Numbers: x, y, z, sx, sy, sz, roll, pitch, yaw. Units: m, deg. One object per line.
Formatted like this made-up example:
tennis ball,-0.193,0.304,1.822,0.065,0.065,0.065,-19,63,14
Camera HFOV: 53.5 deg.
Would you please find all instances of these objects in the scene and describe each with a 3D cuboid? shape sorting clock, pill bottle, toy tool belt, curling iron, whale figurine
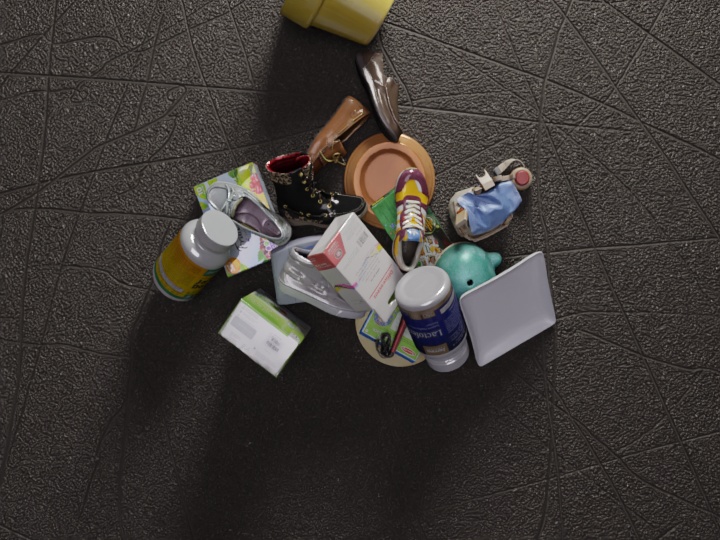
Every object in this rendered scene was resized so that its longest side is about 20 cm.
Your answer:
shape sorting clock,0.086,0.106,1.525,0.194,0.039,0.206,0,98,-2
pill bottle,0.149,0.101,1.430,0.113,0.117,0.202,-22,126,4
toy tool belt,0.272,-0.145,1.456,0.198,0.123,0.126,-33,92,4
curling iron,0.087,0.093,1.490,0.049,0.026,0.203,28,96,-9
pill bottle,-0.335,-0.033,1.461,0.113,0.113,0.199,49,126,-1
whale figurine,0.242,0.034,1.477,0.199,0.104,0.160,39,98,-12

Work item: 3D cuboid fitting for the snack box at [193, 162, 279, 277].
snack box,-0.252,-0.107,1.521,0.139,0.053,0.204,-21,93,5

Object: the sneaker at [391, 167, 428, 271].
sneaker,0.104,-0.099,1.429,0.073,0.090,0.205,-1,109,-7

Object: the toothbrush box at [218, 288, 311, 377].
toothbrush box,-0.190,0.122,1.460,0.144,0.200,0.087,37,94,0

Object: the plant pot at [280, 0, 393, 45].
plant pot,-0.035,-0.556,1.420,0.186,0.201,0.204,27,95,-16

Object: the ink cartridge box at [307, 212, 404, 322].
ink cartridge box,0.000,0.000,1.434,0.201,0.067,0.117,49,58,-21

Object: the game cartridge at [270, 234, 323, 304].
game cartridge,-0.087,-0.006,1.502,0.195,0.042,0.136,-8,114,-4

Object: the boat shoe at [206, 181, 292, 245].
boat shoe,-0.231,-0.118,1.458,0.200,0.065,0.075,35,94,5

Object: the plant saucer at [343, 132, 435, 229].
plant saucer,0.061,-0.190,1.508,0.195,0.037,0.206,0,93,3

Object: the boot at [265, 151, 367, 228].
boot,-0.092,-0.163,1.452,0.195,0.074,0.152,2,139,18

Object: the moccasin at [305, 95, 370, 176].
moccasin,-0.054,-0.263,1.495,0.077,0.074,0.203,38,85,8

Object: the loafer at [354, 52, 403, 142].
loafer,0.050,-0.364,1.469,0.070,0.073,0.204,-21,84,-1

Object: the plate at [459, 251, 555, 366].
plate,0.299,0.076,1.465,0.197,0.032,0.202,-29,127,-8

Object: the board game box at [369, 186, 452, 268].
board game box,0.115,-0.082,1.494,0.104,0.024,0.202,-33,107,6

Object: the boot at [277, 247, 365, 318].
boot,-0.066,0.024,1.456,0.196,0.074,0.097,20,113,-13
